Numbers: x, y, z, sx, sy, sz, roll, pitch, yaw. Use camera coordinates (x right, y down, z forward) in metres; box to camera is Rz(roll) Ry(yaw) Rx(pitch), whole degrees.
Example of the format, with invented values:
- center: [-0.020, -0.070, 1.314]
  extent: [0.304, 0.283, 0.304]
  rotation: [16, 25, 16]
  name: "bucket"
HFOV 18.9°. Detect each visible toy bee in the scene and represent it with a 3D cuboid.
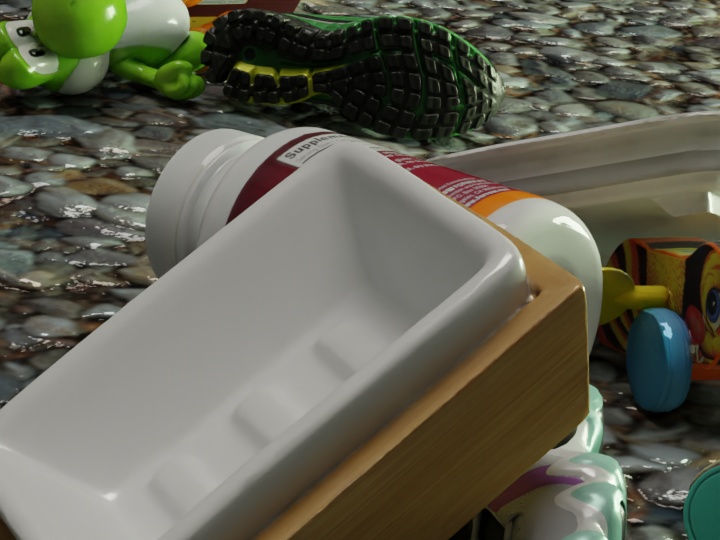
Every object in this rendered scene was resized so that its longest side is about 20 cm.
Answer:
- center: [0.171, 0.015, 0.980]
  extent: [0.131, 0.109, 0.200]
  rotation: [-8, 23, -37]
  name: "toy bee"

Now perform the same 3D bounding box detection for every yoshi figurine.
- center: [-0.153, -0.168, 1.432]
  extent: [0.112, 0.112, 0.200]
  rotation: [26, 31, 33]
  name: "yoshi figurine"

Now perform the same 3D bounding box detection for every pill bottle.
- center: [0.000, 0.000, 0.976]
  extent: [0.200, 0.113, 0.113]
  rotation: [20, 24, 39]
  name: "pill bottle"

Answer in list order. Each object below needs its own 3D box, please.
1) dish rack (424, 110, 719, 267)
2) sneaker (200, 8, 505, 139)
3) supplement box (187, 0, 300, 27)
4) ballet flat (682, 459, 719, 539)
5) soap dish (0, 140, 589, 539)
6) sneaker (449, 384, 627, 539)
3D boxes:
- center: [0.137, -0.032, 1.075]
  extent: [0.172, 0.044, 0.200]
  rotation: [-9, -10, 25]
  name: "dish rack"
- center: [0.002, -0.138, 1.421]
  extent: [0.200, 0.078, 0.085]
  rotation: [14, 15, 18]
  name: "sneaker"
- center: [-0.104, -0.311, 1.584]
  extent: [0.133, 0.197, 0.200]
  rotation: [-4, -20, -22]
  name: "supplement box"
- center: [0.205, 0.125, 0.772]
  extent: [0.200, 0.067, 0.062]
  rotation: [25, -2, 37]
  name: "ballet flat"
- center: [-0.028, 0.055, 0.745]
  extent: [0.200, 0.081, 0.157]
  rotation: [-40, 31, -8]
  name: "soap dish"
- center: [0.023, 0.090, 0.797]
  extent: [0.140, 0.078, 0.200]
  rotation: [3, 10, 1]
  name: "sneaker"
